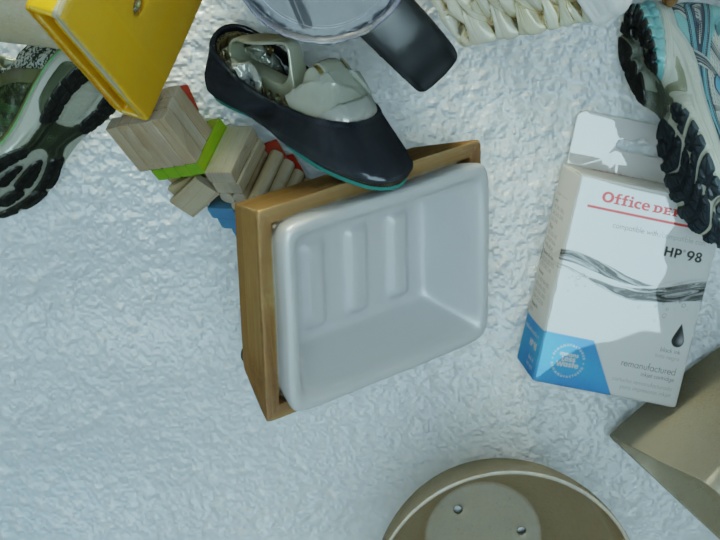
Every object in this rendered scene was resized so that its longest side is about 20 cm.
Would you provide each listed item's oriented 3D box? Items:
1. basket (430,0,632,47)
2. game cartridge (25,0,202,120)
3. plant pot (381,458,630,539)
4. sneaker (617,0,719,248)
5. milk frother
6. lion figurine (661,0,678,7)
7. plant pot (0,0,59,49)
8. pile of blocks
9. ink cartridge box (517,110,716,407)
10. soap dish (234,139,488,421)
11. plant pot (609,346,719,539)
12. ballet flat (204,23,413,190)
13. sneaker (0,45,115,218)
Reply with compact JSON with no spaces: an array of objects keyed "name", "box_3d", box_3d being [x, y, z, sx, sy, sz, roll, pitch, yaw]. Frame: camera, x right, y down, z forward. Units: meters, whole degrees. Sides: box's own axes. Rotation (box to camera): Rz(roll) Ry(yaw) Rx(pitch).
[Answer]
[{"name":"basket","box_3d":[0.109,-0.250,0.966,0.123,0.200,0.136,-11,128,35]},{"name":"game cartridge","box_3d":[-0.139,-0.221,1.021,0.032,0.176,0.201,18,78,15]},{"name":"plant pot","box_3d":[0.102,0.226,1.174,0.199,0.134,0.201,-1,101,-3]},{"name":"sneaker","box_3d":[0.257,-0.112,1.109,0.086,0.078,0.201,-11,69,-11]},{"name":"milk frother","box_3d":[0.017,-0.240,1.044,0.180,0.188,0.201,26,99,-9]},{"name":"lion figurine","box_3d":[0.205,-0.236,1.058,0.122,0.200,0.073,24,67,-30]},{"name":"plant pot","box_3d":[-0.267,-0.230,1.017,0.183,0.200,0.201,14,101,-3]},{"name":"pile of blocks","box_3d":[-0.090,-0.073,1.147,0.200,0.082,0.062,36,55,-19]},{"name":"ink cartridge box","box_3d":[0.199,-0.010,1.165,0.115,0.067,0.201,11,101,-5]},{"name":"soap dish","box_3d":[0.000,0.000,1.100,0.199,0.081,0.158,-20,120,-35]},{"name":"plant pot","box_3d":[0.341,0.136,1.150,0.200,0.200,0.177,43,86,-10]},{"name":"ballet flat","box_3d":[-0.041,-0.122,1.073,0.073,0.200,0.073,-26,133,-33]},{"name":"sneaker","box_3d":[-0.250,-0.113,1.127,0.200,0.077,0.089,-42,60,17]}]
